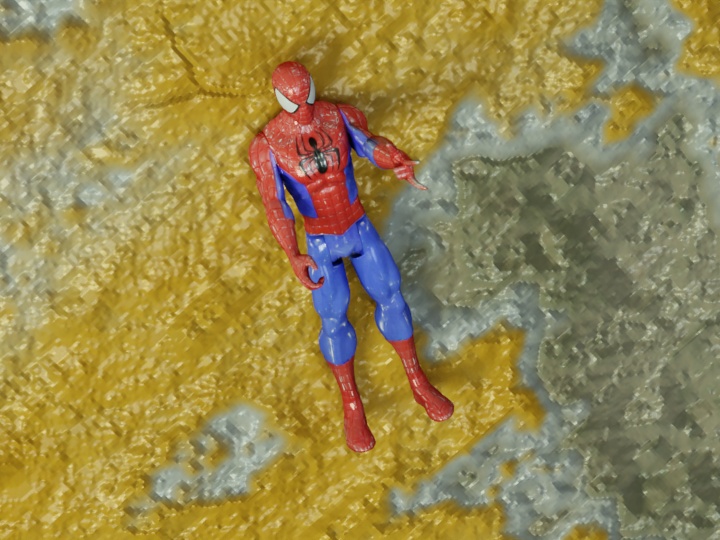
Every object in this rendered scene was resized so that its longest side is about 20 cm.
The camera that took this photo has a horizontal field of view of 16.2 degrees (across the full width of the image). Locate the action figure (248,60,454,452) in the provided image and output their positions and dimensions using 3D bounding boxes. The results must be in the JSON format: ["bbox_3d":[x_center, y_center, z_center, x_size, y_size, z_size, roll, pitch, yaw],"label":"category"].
[{"bbox_3d":[0.000,0.000,1.167,0.065,0.099,0.200,-22,117,-8],"label":"action figure"}]
